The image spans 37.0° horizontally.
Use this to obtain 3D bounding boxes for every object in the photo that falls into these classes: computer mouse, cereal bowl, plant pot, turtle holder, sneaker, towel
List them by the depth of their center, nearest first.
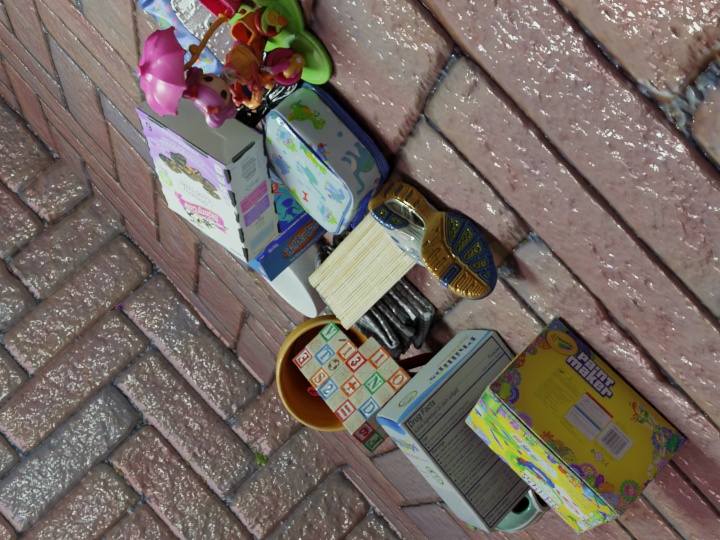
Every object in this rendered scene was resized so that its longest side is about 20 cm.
[{"bbox_3d":[0.096,-0.030,1.276,0.200,0.075,0.088,46,178,33],"label":"sneaker"},{"bbox_3d":[-0.169,-0.274,1.353,0.200,0.046,0.140,44,131,-9],"label":"computer mouse"},{"bbox_3d":[0.013,0.046,1.629,0.200,0.086,0.166,45,165,11],"label":"towel"},{"bbox_3d":[0.223,0.308,1.645,0.131,0.140,0.187,-9,89,43],"label":"turtle holder"},{"bbox_3d":[-0.114,-0.022,1.811,0.200,0.083,0.200,43,165,15],"label":"cereal bowl"},{"bbox_3d":[-0.060,0.170,1.967,0.201,0.200,0.183,51,179,-13],"label":"plant pot"}]

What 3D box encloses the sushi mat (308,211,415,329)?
[{"bbox_3d":[0.000,0.000,1.503,0.096,0.012,0.200,50,136,5],"label":"sushi mat"}]

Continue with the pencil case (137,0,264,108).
[{"bbox_3d":[-0.209,-0.297,1.409,0.086,0.078,0.201,-16,116,43],"label":"pencil case"}]

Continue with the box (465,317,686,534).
[{"bbox_3d":[0.245,0.190,1.278,0.200,0.122,0.193,44,164,11],"label":"box"}]

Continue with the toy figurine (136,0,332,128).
[{"bbox_3d":[-0.157,-0.231,1.198,0.200,0.184,0.150,46,155,-13],"label":"toy figurine"}]

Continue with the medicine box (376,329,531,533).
[{"bbox_3d":[0.157,0.213,1.458,0.200,0.182,0.103,50,164,-9],"label":"medicine box"}]

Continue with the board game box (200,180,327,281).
[{"bbox_3d":[-0.140,-0.083,1.609,0.199,0.152,0.045,31,157,45],"label":"board game box"}]

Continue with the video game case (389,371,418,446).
[{"bbox_3d":[0.115,0.222,1.696,0.179,0.026,0.201,-1,143,19],"label":"video game case"}]

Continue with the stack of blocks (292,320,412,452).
[{"bbox_3d":[-0.004,0.158,1.585,0.059,0.115,0.200,48,177,-41],"label":"stack of blocks"}]

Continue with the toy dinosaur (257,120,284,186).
[{"bbox_3d":[-0.151,-0.183,1.611,0.181,0.106,0.200,35,-164,12],"label":"toy dinosaur"}]

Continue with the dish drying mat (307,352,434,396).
[{"bbox_3d":[0.018,0.166,1.715,0.077,0.198,0.018,162,92,-74],"label":"dish drying mat"}]

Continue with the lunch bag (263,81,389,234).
[{"bbox_3d":[-0.045,-0.135,1.354,0.161,0.082,0.200,47,165,6],"label":"lunch bag"}]

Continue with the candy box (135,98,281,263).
[{"bbox_3d":[-0.198,-0.129,1.435,0.167,0.072,0.201,33,152,25],"label":"candy box"}]
